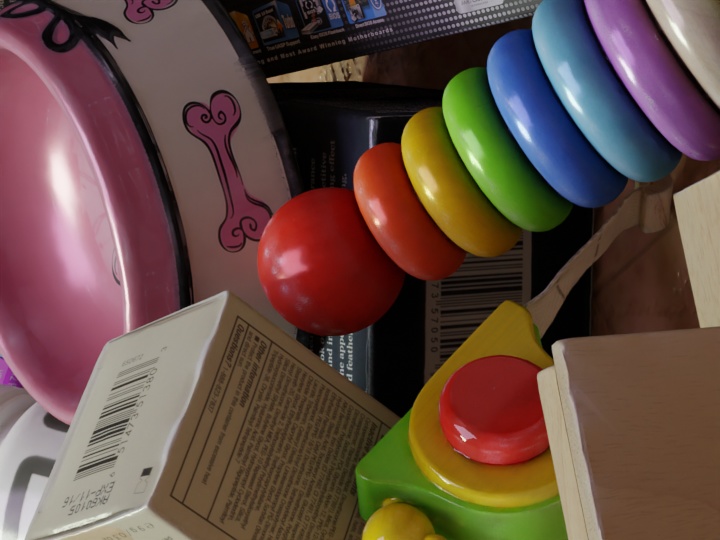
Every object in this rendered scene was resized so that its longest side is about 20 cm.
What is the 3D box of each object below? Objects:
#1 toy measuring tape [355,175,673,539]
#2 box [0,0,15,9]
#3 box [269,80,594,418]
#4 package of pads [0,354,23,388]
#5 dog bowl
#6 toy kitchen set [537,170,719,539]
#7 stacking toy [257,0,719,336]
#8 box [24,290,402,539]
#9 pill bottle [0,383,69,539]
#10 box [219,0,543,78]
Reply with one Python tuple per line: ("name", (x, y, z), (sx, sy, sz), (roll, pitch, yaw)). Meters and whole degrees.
("toy measuring tape", (0.073, 0.042, 0.870), (0.074, 0.200, 0.074), (30, 145, 24))
("box", (-0.221, -0.124, 1.321), (0.148, 0.200, 0.104), (15, 106, 58))
("box", (0.000, 0.000, 1.038), (0.200, 0.107, 0.149), (14, 106, 59))
("package of pads", (-0.145, 0.065, 1.255), (0.200, 0.154, 0.068), (115, 151, -42))
("dog bowl", (-0.102, -0.025, 0.993), (0.200, 0.074, 0.200), (34, 133, 46))
("toy kitchen set", (0.097, 0.083, 0.817), (0.180, 0.163, 0.200), (-30, 67, 58))
("stacking toy", (0.049, -0.038, 0.875), (0.200, 0.085, 0.085), (-33, 58, 18))
("box", (-0.010, 0.105, 0.891), (0.078, 0.200, 0.095), (-22, 38, 46))
("pill bottle", (-0.100, 0.116, 1.130), (0.200, 0.114, 0.114), (12, 106, 26))
("box", (-0.011, -0.164, 0.963), (0.200, 0.044, 0.160), (-10, 108, 32))
